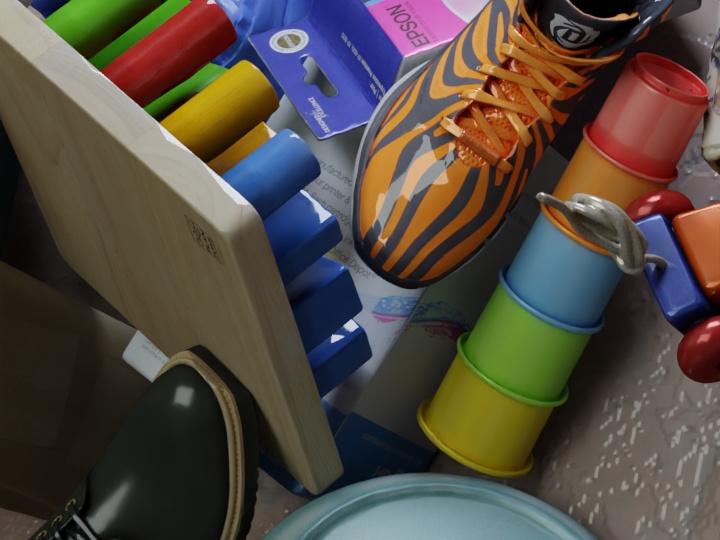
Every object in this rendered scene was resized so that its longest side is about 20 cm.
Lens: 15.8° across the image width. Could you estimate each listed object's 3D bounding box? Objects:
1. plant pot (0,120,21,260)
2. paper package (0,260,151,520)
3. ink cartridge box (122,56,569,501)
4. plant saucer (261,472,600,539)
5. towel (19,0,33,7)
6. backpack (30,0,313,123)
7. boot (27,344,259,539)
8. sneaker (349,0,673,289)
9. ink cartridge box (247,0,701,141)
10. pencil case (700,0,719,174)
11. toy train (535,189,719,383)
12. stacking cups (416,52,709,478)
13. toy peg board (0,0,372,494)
[{"bbox_3d":[-0.249,-0.074,1.388,0.140,0.200,0.142,9,75,7],"label":"plant pot"},{"bbox_3d":[-0.214,0.051,1.317,0.190,0.200,0.104,10,77,39],"label":"paper package"},{"bbox_3d":[0.000,0.000,1.254,0.144,0.085,0.201,34,94,40],"label":"ink cartridge box"},{"bbox_3d":[0.037,0.161,1.108,0.199,0.027,0.201,4,48,-4],"label":"plant saucer"},{"bbox_3d":[-0.167,-0.130,1.197,0.023,0.144,0.200,38,97,-1],"label":"towel"},{"bbox_3d":[-0.098,-0.147,1.339,0.162,0.168,0.201,-25,57,33],"label":"backpack"},{"bbox_3d":[-0.131,0.131,1.151,0.077,0.138,0.201,42,127,30],"label":"boot"},{"bbox_3d":[0.066,-0.086,1.120,0.201,0.077,0.112,-58,5,-12],"label":"sneaker"},{"bbox_3d":[0.052,-0.128,1.227,0.199,0.037,0.095,-22,42,-12],"label":"ink cartridge box"},{"bbox_3d":[0.206,-0.128,1.160,0.078,0.089,0.201,-23,53,62],"label":"pencil case"},{"bbox_3d":[0.166,-0.017,1.063,0.115,0.200,0.085,-33,54,16],"label":"toy train"},{"bbox_3d":[0.090,-0.005,1.163,0.060,0.060,0.201,44,119,40],"label":"stacking cups"},{"bbox_3d":[-0.064,-0.038,1.151,0.098,0.200,0.199,-39,56,-16],"label":"toy peg board"}]
